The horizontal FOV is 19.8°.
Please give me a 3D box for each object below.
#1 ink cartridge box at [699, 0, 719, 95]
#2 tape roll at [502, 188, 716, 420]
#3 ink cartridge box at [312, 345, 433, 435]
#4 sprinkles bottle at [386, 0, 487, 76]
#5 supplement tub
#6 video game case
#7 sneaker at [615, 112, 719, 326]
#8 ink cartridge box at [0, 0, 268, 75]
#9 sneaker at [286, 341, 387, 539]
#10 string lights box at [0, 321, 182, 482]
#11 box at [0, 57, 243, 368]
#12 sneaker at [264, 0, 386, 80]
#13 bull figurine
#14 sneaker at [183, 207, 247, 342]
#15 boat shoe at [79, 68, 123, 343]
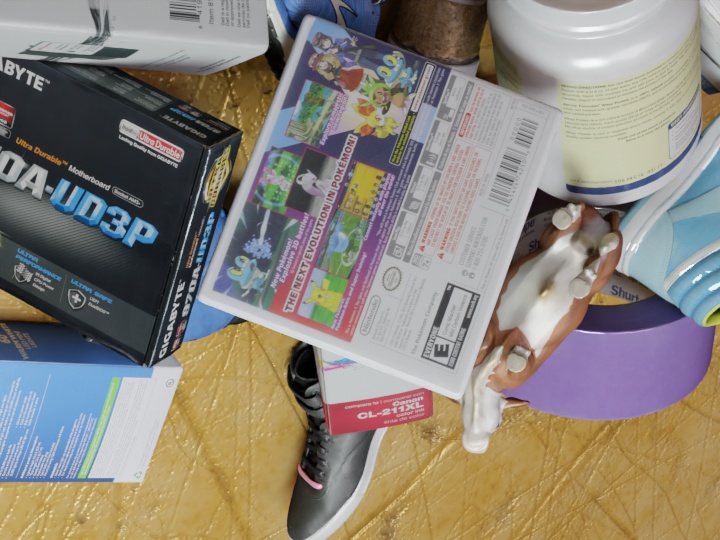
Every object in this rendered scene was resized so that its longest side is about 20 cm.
[{"bbox_3d":[0.302,-0.209,1.515,0.145,0.200,0.084,-43,94,0],"label":"ink cartridge box"},{"bbox_3d":[0.177,0.021,1.592,0.199,0.200,0.086,-17,128,-24],"label":"tape roll"},{"bbox_3d":[0.000,0.000,1.447,0.082,0.147,0.201,-8,147,-3],"label":"ink cartridge box"},{"bbox_3d":[0.069,-0.223,1.437,0.068,0.068,0.201,-4,123,-32],"label":"sprinkles bottle"},{"bbox_3d":[0.163,-0.157,1.428,0.144,0.145,0.201,-31,145,-12],"label":"supplement tub"},{"bbox_3d":[0.014,-0.042,1.326,0.023,0.181,0.201,105,6,-81],"label":"video game case"},{"bbox_3d":[0.289,-0.042,1.500,0.200,0.131,0.080,-47,156,2],"label":"sneaker"},{"bbox_3d":[-0.161,-0.201,1.239,0.199,0.083,0.148,2,82,-35],"label":"ink cartridge box"},{"bbox_3d":[-0.031,0.120,1.615,0.099,0.071,0.201,20,102,-40],"label":"sneaker"},{"bbox_3d":[-0.235,0.094,1.458,0.199,0.059,0.103,5,117,-37],"label":"string lights box"},{"bbox_3d":[-0.184,-0.053,1.299,0.046,0.199,0.160,-32,145,-59],"label":"box"},{"bbox_3d":[-0.037,-0.185,1.396,0.089,0.078,0.200,-46,143,-8],"label":"sneaker"},{"bbox_3d":[0.116,0.036,1.445,0.201,0.065,0.121,-57,172,3],"label":"bull figurine"},{"bbox_3d":[-0.102,-0.036,1.443,0.110,0.077,0.201,-13,132,-19],"label":"sneaker"},{"bbox_3d":[-0.189,-0.039,1.391,0.060,0.076,0.202,-11,114,-29],"label":"boat shoe"}]
